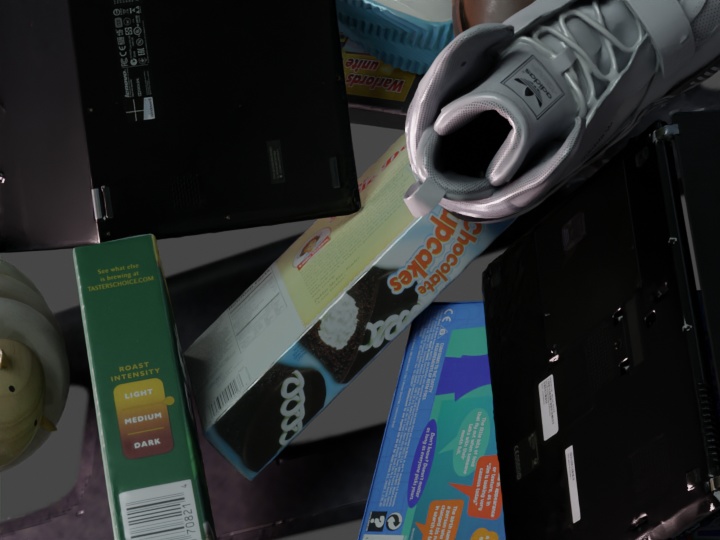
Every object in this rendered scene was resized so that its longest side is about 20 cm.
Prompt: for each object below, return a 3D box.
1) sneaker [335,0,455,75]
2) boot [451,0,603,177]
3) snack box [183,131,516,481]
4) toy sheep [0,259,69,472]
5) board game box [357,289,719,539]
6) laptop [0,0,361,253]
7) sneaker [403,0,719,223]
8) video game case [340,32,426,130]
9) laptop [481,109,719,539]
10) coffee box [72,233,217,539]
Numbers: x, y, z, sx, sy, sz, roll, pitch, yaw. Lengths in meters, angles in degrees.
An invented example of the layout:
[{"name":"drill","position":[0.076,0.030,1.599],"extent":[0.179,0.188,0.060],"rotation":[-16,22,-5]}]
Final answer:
[{"name":"sneaker","position":[0.001,-0.166,0.955],"extent":[0.081,0.077,0.200],"rotation":[-48,47,-3]},{"name":"boot","position":[0.122,-0.169,0.829],"extent":[0.200,0.064,0.188],"rotation":[-41,60,29]},{"name":"snack box","position":[0.000,0.000,0.897],"extent":[0.200,0.037,0.116],"rotation":[-45,18,5]},{"name":"toy sheep","position":[-0.225,0.050,1.003],"extent":[0.138,0.138,0.200],"rotation":[-52,40,-3]},{"name":"board game box","position":[0.098,0.086,0.793],"extent":[0.198,0.045,0.154],"rotation":[-3,60,36]},{"name":"laptop","position":[-0.111,-0.111,0.939],"extent":[0.198,0.116,0.190],"rotation":[-8,94,-2]},{"name":"sneaker","position":[0.094,-0.087,0.752],"extent":[0.200,0.115,0.075],"rotation":[-42,86,18]},{"name":"video game case","position":[-0.003,-0.169,1.032],"extent":[0.199,0.025,0.182],"rotation":[12,73,45]},{"name":"laptop","position":[0.149,0.037,0.749],"extent":[0.200,0.102,0.179],"rotation":[-43,38,42]},{"name":"coffee box","position":[-0.093,0.097,0.866],"extent":[0.043,0.124,0.201],"rotation":[-11,53,-5]}]
